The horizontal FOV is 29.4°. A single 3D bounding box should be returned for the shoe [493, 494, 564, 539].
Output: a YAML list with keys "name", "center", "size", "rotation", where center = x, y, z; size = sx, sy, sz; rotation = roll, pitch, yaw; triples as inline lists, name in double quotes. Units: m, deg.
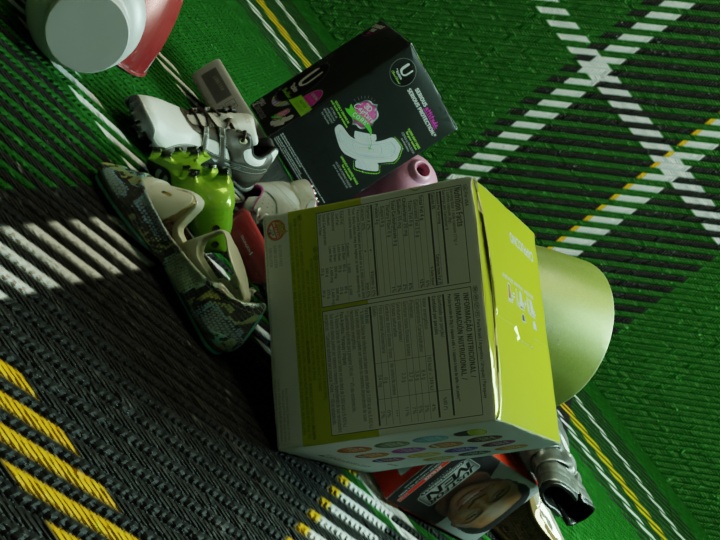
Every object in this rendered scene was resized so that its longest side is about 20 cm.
- name: "shoe"
  center: [0.177, 0.272, 1.569]
  size: [0.201, 0.069, 0.053]
  rotation: [59, 13, -12]

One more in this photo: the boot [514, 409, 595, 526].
- name: "boot"
  center: [0.168, 0.165, 1.352]
  size: [0.200, 0.067, 0.131]
  rotation: [41, 20, -43]

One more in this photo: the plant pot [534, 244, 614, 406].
- name: "plant pot"
  center: [0.153, 0.039, 1.563]
  size: [0.199, 0.188, 0.188]
  rotation: [25, 24, -33]

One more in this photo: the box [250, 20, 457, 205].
- name: "box"
  center: [-0.011, -0.185, 1.651]
  size: [0.125, 0.199, 0.149]
  rotation: [58, 0, -25]

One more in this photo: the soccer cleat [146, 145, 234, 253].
- name: "soccer cleat"
  center: [-0.159, -0.068, 1.273]
  size: [0.200, 0.067, 0.082]
  rotation: [-139, -130, -67]

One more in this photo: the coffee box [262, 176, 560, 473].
- name: "coffee box"
  center: [0.048, 0.055, 1.187]
  size: [0.199, 0.195, 0.203]
  rotation: [29, 54, -64]

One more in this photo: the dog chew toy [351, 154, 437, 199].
- name: "dog chew toy"
  center: [0.028, -0.079, 1.715]
  size: [0.123, 0.200, 0.126]
  rotation: [15, 58, -25]

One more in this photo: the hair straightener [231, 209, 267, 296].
- name: "hair straightener"
  center: [-0.069, 0.025, 1.380]
  size: [0.201, 0.041, 0.077]
  rotation: [53, 9, 33]

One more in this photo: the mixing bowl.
- name: "mixing bowl"
  center: [-0.266, -0.326, 1.516]
  size: [0.201, 0.108, 0.200]
  rotation: [50, 12, -14]

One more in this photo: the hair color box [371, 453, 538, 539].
- name: "hair color box"
  center: [0.094, 0.199, 1.361]
  size: [0.200, 0.101, 0.062]
  rotation: [37, 17, -54]

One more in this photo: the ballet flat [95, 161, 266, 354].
- name: "ballet flat"
  center: [-0.146, -0.026, 1.160]
  size: [0.201, 0.074, 0.074]
  rotation: [54, 11, 9]

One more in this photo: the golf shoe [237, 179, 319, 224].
- name: "golf shoe"
  center: [-0.081, -0.037, 1.468]
  size: [0.090, 0.076, 0.200]
  rotation: [8, 25, -19]

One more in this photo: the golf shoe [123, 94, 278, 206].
- name: "golf shoe"
  center: [-0.161, -0.144, 1.410]
  size: [0.200, 0.094, 0.078]
  rotation: [34, 22, -55]

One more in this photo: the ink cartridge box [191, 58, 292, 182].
- name: "ink cartridge box"
  center: [-0.132, -0.147, 1.718]
  size: [0.163, 0.057, 0.201]
  rotation: [58, -6, 29]

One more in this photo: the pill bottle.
- name: "pill bottle"
  center: [-0.262, -0.262, 1.310]
  size: [0.112, 0.112, 0.201]
  rotation: [46, 13, -29]
